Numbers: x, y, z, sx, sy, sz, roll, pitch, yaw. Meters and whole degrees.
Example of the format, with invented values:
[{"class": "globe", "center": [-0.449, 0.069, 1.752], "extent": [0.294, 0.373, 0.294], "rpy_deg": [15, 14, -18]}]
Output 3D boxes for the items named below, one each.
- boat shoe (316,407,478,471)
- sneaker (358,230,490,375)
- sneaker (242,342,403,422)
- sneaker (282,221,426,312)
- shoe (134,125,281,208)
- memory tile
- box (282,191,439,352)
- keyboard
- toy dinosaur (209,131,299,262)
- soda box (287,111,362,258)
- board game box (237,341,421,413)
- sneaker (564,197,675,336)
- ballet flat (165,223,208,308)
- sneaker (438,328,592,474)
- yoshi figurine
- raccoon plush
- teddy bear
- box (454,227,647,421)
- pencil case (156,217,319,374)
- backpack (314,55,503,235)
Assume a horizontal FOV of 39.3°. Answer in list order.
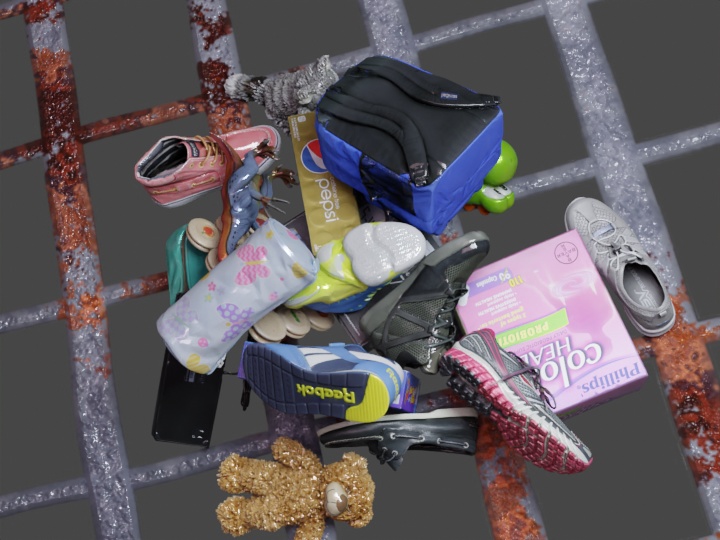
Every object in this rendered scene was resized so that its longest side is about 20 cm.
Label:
[{"class": "boat shoe", "center": [0.049, 0.209, 1.222], "extent": [0.199, 0.075, 0.066], "rpy_deg": [-3, 74, -15]}, {"class": "sneaker", "center": [0.095, 0.047, 1.179], "extent": [0.199, 0.076, 0.114], "rpy_deg": [-45, 65, 22]}, {"class": "sneaker", "center": [-0.042, 0.119, 1.137], "extent": [0.200, 0.082, 0.074], "rpy_deg": [11, 113, 27]}, {"class": "sneaker", "center": [0.000, 0.000, 1.219], "extent": [0.200, 0.105, 0.076], "rpy_deg": [-16, 69, 23]}, {"class": "shoe", "center": [-0.207, -0.153, 1.374], "extent": [0.200, 0.091, 0.072], "rpy_deg": [-25, 71, 1]}, {"class": "memory tile", "center": [-0.126, 0.005, 1.293], "extent": [0.017, 0.153, 0.200], "rpy_deg": [-48, 68, 33]}, {"class": "box", "center": [0.014, -0.015, 1.314], "extent": [0.160, 0.044, 0.200], "rpy_deg": [-32, 71, -7]}, {"class": "keyboard", "center": [-0.190, 0.128, 1.294], "extent": [0.127, 0.021, 0.200], "rpy_deg": [11, 92, -10]}, {"class": "toy dinosaur", "center": [-0.147, -0.070, 1.280], "extent": [0.200, 0.105, 0.182], "rpy_deg": [14, 57, 33]}, {"class": "soda box", "center": [-0.041, -0.104, 1.294], "extent": [0.068, 0.064, 0.200], "rpy_deg": [-11, 70, 0]}, {"class": "board game box", "center": [-0.034, 0.133, 1.234], "extent": [0.200, 0.134, 0.045], "rpy_deg": [9, 81, 11]}, {"class": "sneaker", "center": [0.328, -0.016, 1.250], "extent": [0.075, 0.082, 0.200], "rpy_deg": [-34, 71, -2]}, {"class": "ballet flat", "center": [-0.223, 0.038, 1.329], "extent": [0.067, 0.070, 0.201], "rpy_deg": [-4, 95, -34]}, {"class": "sneaker", "center": [0.183, 0.145, 1.128], "extent": [0.075, 0.081, 0.200], "rpy_deg": [-38, 75, -28]}, {"class": "yoshi figurine", "center": [0.127, -0.160, 1.317], "extent": [0.200, 0.112, 0.112], "rpy_deg": [38, 76, 15]}, {"class": "raccoon plush", "center": [-0.109, -0.240, 1.361], "extent": [0.200, 0.134, 0.097], "rpy_deg": [7, 75, 11]}, {"class": "teddy bear", "center": [-0.084, 0.276, 1.236], "extent": [0.200, 0.067, 0.145], "rpy_deg": [14, 78, 13]}, {"class": "box", "center": [0.222, 0.080, 1.231], "extent": [0.176, 0.097, 0.200], "rpy_deg": [-22, 72, 2]}, {"class": "pencil case", "center": [-0.143, 0.032, 1.174], "extent": [0.200, 0.083, 0.091], "rpy_deg": [-42, 78, 10]}, {"class": "backpack", "center": [0.045, -0.145, 1.206], "extent": [0.200, 0.168, 0.163], "rpy_deg": [33, 61, 23]}]
